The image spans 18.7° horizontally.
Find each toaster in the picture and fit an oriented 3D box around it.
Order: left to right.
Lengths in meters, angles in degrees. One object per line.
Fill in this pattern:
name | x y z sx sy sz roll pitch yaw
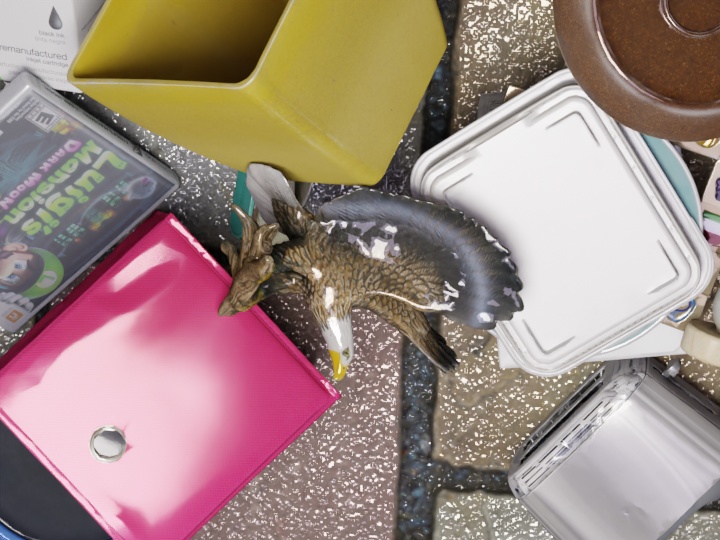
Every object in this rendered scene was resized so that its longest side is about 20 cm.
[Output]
toaster | 0.209 0.161 1.766 0.129 0.114 0.200 43 108 -3

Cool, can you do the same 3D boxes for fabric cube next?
fabric cube | -0.161 0.090 1.710 0.199 0.200 0.196 -43 97 -5

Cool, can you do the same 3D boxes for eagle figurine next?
eagle figurine | 0.000 0.007 1.600 0.199 0.152 0.152 -1 114 -19

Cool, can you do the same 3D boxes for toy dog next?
toy dog | 0.339 0.034 1.664 0.096 0.200 0.132 35 131 39

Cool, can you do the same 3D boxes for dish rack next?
dish rack | 0.147 -0.029 1.605 0.171 0.044 0.200 -31 99 13

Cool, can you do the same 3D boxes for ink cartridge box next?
ink cartridge box | -0.272 -0.249 1.666 0.145 0.084 0.201 10 130 15

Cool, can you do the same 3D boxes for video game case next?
video game case | -0.274 -0.050 1.745 0.200 0.023 0.182 -40 137 15

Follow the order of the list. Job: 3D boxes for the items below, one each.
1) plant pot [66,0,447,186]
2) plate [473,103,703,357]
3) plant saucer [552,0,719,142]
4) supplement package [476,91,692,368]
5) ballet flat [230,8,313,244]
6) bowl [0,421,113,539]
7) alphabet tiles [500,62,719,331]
plant pot | -0.055 -0.168 1.588 0.176 0.200 0.201 42 65 -40
plate | 0.156 -0.033 1.638 0.199 0.026 0.201 1 105 4
plant saucer | 0.237 -0.192 1.554 0.199 0.034 0.201 0 94 -5
supplement package | 0.176 -0.039 1.711 0.155 0.111 0.201 -5 104 7
ballet flat | -0.062 -0.114 1.750 0.062 0.067 0.201 1 112 -23
bowl | -0.257 0.163 1.851 0.200 0.039 0.201 1 106 5
alphabet tiles | 0.188 -0.061 1.643 0.199 0.008 0.168 20 106 0
